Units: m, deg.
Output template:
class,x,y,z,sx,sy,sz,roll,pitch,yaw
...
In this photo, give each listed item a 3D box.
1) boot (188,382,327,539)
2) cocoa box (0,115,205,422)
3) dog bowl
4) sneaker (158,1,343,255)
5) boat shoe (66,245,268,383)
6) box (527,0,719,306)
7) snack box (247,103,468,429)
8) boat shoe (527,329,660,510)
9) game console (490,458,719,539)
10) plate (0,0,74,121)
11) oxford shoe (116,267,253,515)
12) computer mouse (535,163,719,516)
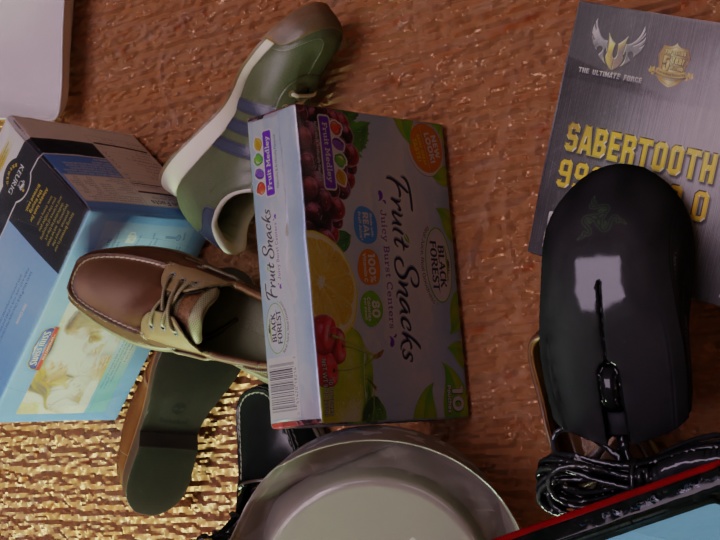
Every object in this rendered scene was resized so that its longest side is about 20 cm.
class,x,y,z,sx,sy,sz,roll,pitch,yaw
boot,-0.084,0.176,1.147,0.073,0.153,0.205,-23,73,39
cocoa box,-0.232,0.003,1.305,0.131,0.133,0.201,43,115,34
dog bowl,0.010,0.190,1.060,0.198,0.059,0.202,1,107,3
sneaker,-0.063,-0.093,1.210,0.200,0.067,0.090,-47,66,30
boat shoe,-0.112,0.027,1.178,0.199,0.074,0.076,15,84,8
box,0.202,-0.064,0.975,0.199,0.048,0.160,19,101,41
snack box,0.000,0.000,1.090,0.053,0.142,0.202,-11,81,42
boat shoe,0.147,0.124,1.001,0.072,0.067,0.201,-31,68,36
game console,0.180,0.189,0.895,0.199,0.172,0.120,-25,62,29
plate,-0.307,-0.228,1.455,0.199,0.032,0.202,4,90,43
oxford shoe,-0.142,0.081,1.267,0.201,0.071,0.071,-64,33,12
computer mouse,0.149,0.037,0.938,0.138,0.053,0.202,-9,82,26
